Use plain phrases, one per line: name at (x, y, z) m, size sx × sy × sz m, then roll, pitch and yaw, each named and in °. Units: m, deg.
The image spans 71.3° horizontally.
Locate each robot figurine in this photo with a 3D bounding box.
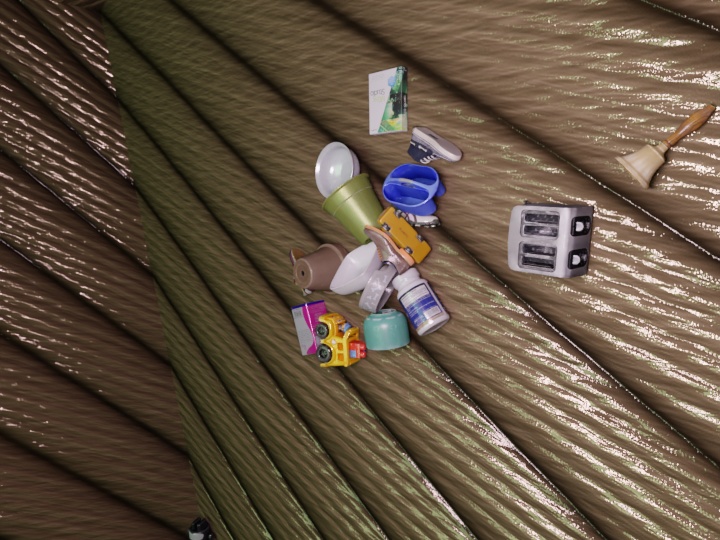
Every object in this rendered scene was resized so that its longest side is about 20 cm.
robot figurine at (-0.952, 1.580, 2.987) m, size 0.150 × 0.125 × 0.201 m, roll 9°, pitch 104°, yaw 61°

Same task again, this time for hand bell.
hand bell at (0.682, -0.285, 1.109) m, size 0.200 × 0.104 × 0.104 m, roll -45°, pitch 65°, yaw 25°

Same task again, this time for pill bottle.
pill bottle at (0.190, 0.099, 1.618) m, size 0.116 × 0.116 × 0.200 m, roll -46°, pitch 65°, yaw 39°

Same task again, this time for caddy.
caddy at (0.162, -0.255, 1.554) m, size 0.200 × 0.105 × 0.142 m, roll 20°, pitch 80°, yaw 40°

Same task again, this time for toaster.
toaster at (0.482, -0.085, 1.298) m, size 0.200 × 0.119 × 0.181 m, roll 12°, pitch 104°, yaw 43°

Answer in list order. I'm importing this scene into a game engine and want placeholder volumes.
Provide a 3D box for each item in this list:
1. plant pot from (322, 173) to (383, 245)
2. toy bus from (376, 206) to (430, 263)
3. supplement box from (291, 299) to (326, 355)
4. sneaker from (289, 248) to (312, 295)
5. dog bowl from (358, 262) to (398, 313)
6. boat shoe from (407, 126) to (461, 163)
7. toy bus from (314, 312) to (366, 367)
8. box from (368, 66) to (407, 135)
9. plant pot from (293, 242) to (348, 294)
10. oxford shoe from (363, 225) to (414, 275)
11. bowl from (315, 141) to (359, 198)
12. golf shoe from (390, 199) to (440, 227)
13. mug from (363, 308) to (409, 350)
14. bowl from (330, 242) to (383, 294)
plant pot at (0.002, -0.195, 1.719) m, size 0.200 × 0.200 × 0.190 m, roll -42°, pitch 80°, yaw 40°
toy bus at (0.134, -0.112, 1.585) m, size 0.200 × 0.065 × 0.078 m, roll 44°, pitch 174°, yaw -18°
supplement box at (-0.191, 0.230, 2.022) m, size 0.101 × 0.103 × 0.201 m, roll -17°, pitch 84°, yaw 44°
sneaker at (-0.251, 0.008, 2.062) m, size 0.090 × 0.075 × 0.200 m, roll -42°, pitch 67°, yaw 34°
dog bowl at (0.070, 0.054, 1.680) m, size 0.059 × 0.200 × 0.200 m, roll 30°, pitch 119°, yaw 12°
boat shoe at (0.225, -0.361, 1.544) m, size 0.200 × 0.075 × 0.093 m, roll 48°, pitch 134°, yaw 37°
toy bus at (-0.060, 0.264, 1.892) m, size 0.192 × 0.136 × 0.201 m, roll -2°, pitch 93°, yaw 31°
box at (0.090, -0.556, 1.657) m, size 0.144 × 0.036 × 0.201 m, roll 6°, pitch 102°, yaw 44°
plant pot at (-0.155, 0.003, 1.898) m, size 0.200 × 0.174 × 0.201 m, roll 11°, pitch 106°, yaw 43°
oxford shoe at (0.076, -0.067, 1.603) m, size 0.200 × 0.071 × 0.073 m, roll 41°, pitch 85°, yaw 12°
bowl at (-0.066, -0.353, 1.801) m, size 0.201 × 0.090 × 0.202 m, roll 2°, pitch 93°, yaw 46°
golf shoe at (0.170, -0.187, 1.619) m, size 0.200 × 0.077 × 0.088 m, roll 17°, pitch 100°, yaw 40°
mug at (0.075, 0.196, 1.718) m, size 0.185 × 0.152 × 0.115 m, roll -3°, pitch 98°, yaw 41°
bowl at (0.000, 0.000, 1.760) m, size 0.200 × 0.200 × 0.075 m, roll -23°, pitch 120°, yaw 42°
